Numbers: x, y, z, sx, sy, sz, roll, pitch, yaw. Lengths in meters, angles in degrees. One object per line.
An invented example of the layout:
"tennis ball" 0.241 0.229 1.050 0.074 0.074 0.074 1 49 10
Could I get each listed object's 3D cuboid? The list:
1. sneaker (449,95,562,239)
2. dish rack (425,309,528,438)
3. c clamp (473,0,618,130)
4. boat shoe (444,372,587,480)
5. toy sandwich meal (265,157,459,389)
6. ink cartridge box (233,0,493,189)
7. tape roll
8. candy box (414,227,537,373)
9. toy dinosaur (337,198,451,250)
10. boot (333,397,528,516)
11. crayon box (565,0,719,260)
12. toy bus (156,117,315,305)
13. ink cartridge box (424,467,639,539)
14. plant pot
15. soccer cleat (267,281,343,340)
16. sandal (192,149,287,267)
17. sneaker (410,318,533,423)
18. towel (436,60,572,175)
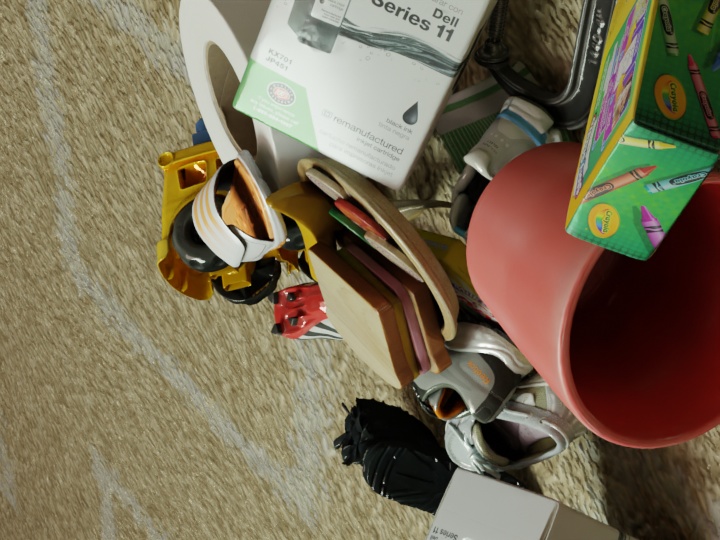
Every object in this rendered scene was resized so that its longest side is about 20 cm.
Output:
"sneaker" 0.102 -0.043 1.284 0.075 0.087 0.201 35 151 29
"dish rack" 0.084 0.091 1.530 0.200 0.054 0.154 -17 99 63
"c clamp" 0.124 -0.207 1.204 0.170 0.027 0.201 27 130 34
"boat shoe" 0.125 0.135 1.376 0.075 0.065 0.202 50 148 -10
"toy sandwich meal" 0.000 0.000 1.299 0.205 0.070 0.205 47 168 13
"ink cartridge box" 0.011 -0.182 1.191 0.146 0.083 0.201 27 128 2
"tape roll" -0.052 -0.165 1.401 0.203 0.139 0.203 55 159 33
"candy box" 0.114 0.033 1.341 0.200 0.026 0.102 40 168 -26
"toy dinosaur" 0.016 -0.047 1.442 0.200 0.101 0.059 -25 74 58
"boot" 0.072 0.194 1.602 0.197 0.074 0.162 22 -174 -12
"crayon box" 0.186 -0.122 1.009 0.058 0.201 0.119 19 147 -3
"toy bus" -0.096 -0.080 1.591 0.136 0.199 0.193 51 -151 -63
"ink cartridge box" 0.173 0.246 1.369 0.199 0.083 0.146 28 170 -32
"plant pot" 0.177 0.001 1.156 0.177 0.200 0.201 36 144 56
"soccer cleat" -0.002 0.033 1.538 0.199 0.085 0.069 -10 84 48
"sandal" -0.110 -0.037 1.395 0.079 0.059 0.207 63 165 8
"sneaker" 0.063 0.084 1.389 0.074 0.080 0.200 35 165 -26
"towel" 0.137 -0.062 1.331 0.152 0.023 0.201 -20 97 62
